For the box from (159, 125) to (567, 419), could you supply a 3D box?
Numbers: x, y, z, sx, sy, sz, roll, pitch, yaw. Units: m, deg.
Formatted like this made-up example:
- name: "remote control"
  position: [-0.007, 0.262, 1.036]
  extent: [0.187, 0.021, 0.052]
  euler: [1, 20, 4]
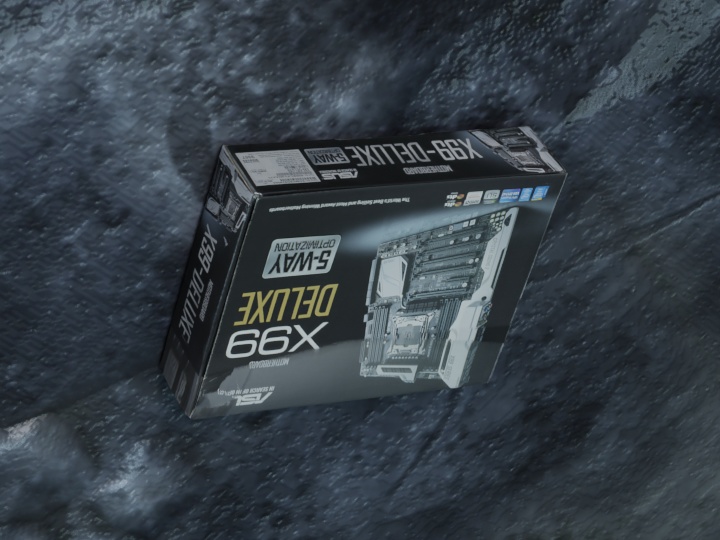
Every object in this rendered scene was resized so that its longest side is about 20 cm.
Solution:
- name: "box"
  position: [0.000, 0.000, 1.568]
  extent: [0.200, 0.050, 0.158]
  euler: [-5, 131, -30]
